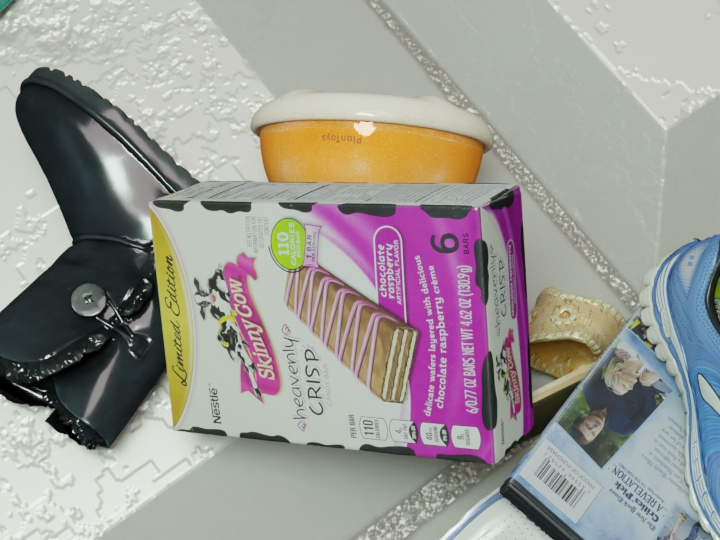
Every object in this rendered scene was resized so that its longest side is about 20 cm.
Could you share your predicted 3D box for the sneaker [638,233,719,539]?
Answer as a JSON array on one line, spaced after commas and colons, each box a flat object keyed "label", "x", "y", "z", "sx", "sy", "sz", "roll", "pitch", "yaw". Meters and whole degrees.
[{"label": "sneaker", "x": 0.209, "y": 0.072, "z": 0.748, "sx": 0.078, "sy": 0.089, "sz": 0.201, "roll": -14, "pitch": 74, "yaw": -20}]

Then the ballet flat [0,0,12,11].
[{"label": "ballet flat", "x": -0.242, "y": -0.237, "z": 0.975, "sx": 0.067, "sy": 0.068, "sz": 0.200, "roll": 19, "pitch": 63, "yaw": 28}]

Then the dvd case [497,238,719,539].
[{"label": "dvd case", "x": 0.186, "y": 0.094, "z": 0.792, "sx": 0.143, "sy": 0.018, "sz": 0.200, "roll": 41, "pitch": 63, "yaw": 3}]

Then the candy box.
[{"label": "candy box", "x": -0.012, "y": 0.023, "z": 0.781, "sx": 0.199, "sy": 0.061, "sz": 0.137, "roll": 2, "pitch": 104, "yaw": 28}]

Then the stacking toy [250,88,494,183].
[{"label": "stacking toy", "x": 0.000, "y": 0.000, "z": 0.858, "sx": 0.145, "sy": 0.146, "sz": 0.201, "roll": 5, "pitch": 86, "yaw": 2}]

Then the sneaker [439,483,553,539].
[{"label": "sneaker", "x": 0.125, "y": 0.161, "z": 0.801, "sx": 0.199, "sy": 0.081, "sz": 0.115, "roll": -35, "pitch": 70, "yaw": -14}]

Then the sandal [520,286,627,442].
[{"label": "sandal", "x": 0.132, "y": 0.039, "z": 0.854, "sx": 0.211, "sy": 0.078, "sz": 0.070, "roll": -22, "pitch": 68, "yaw": -17}]

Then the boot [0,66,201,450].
[{"label": "boot", "x": -0.178, "y": -0.009, "z": 0.869, "sx": 0.200, "sy": 0.076, "sz": 0.168, "roll": 40, "pitch": 70, "yaw": 8}]
